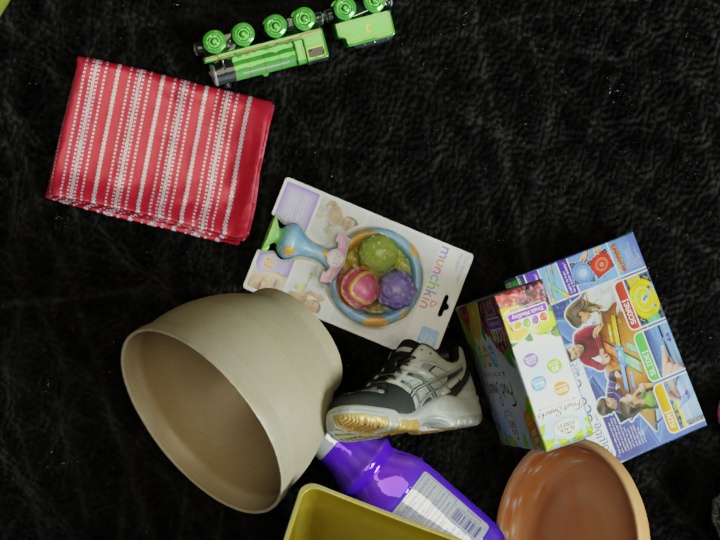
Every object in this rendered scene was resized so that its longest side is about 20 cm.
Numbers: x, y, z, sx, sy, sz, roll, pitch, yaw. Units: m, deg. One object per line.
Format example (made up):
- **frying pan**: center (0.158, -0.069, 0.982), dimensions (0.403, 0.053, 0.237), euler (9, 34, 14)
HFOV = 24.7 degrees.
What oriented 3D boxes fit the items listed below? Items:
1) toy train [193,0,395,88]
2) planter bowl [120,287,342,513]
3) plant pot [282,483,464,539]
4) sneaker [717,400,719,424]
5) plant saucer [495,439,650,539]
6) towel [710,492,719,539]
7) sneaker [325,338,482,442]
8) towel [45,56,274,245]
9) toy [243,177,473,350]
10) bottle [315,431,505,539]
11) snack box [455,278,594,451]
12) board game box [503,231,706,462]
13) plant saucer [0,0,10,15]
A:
- **toy train**: center (-0.061, -0.224, 1.587), dimensions (0.198, 0.042, 0.057), euler (-16, 98, -6)
- **planter bowl**: center (-0.101, 0.101, 1.498), dimensions (0.135, 0.200, 0.201), euler (-39, 90, -33)
- **plant pot**: center (-0.005, 0.336, 1.468), dimensions (0.199, 0.177, 0.201), euler (21, 64, -4)
- **sneaker**: center (0.442, 0.113, 1.583), dimensions (0.198, 0.087, 0.074), euler (-16, 88, -6)
- **plant saucer**: center (0.198, 0.254, 1.512), dimensions (0.037, 0.200, 0.202), euler (8, 85, -34)
- **towel**: center (0.436, 0.269, 1.560), dimensions (0.165, 0.085, 0.201), euler (-25, 93, -26)
- **sneaker**: center (0.033, 0.109, 1.519), dimensions (0.075, 0.199, 0.088), euler (-14, 81, 36)
- **towel**: center (-0.190, -0.115, 1.576), dimensions (0.198, 0.022, 0.146), euler (13, 84, -4)
- **toy**: center (0.000, 0.000, 1.572), dimensions (0.199, 0.047, 0.116), euler (22, 86, -3)
- **bottle**: center (0.041, 0.217, 1.552), dimensions (0.200, 0.065, 0.084), euler (40, 85, -1)
- **snack box**: center (0.146, 0.088, 1.502), dimensions (0.053, 0.200, 0.143), euler (-20, 88, -7)
- **board game box**: center (0.235, 0.079, 1.578), dimensions (0.135, 0.034, 0.201), euler (-19, 87, -19)
- **plant saucer**: center (-0.399, -0.345, 1.560), dimensions (0.199, 0.048, 0.201), euler (32, 84, -2)
